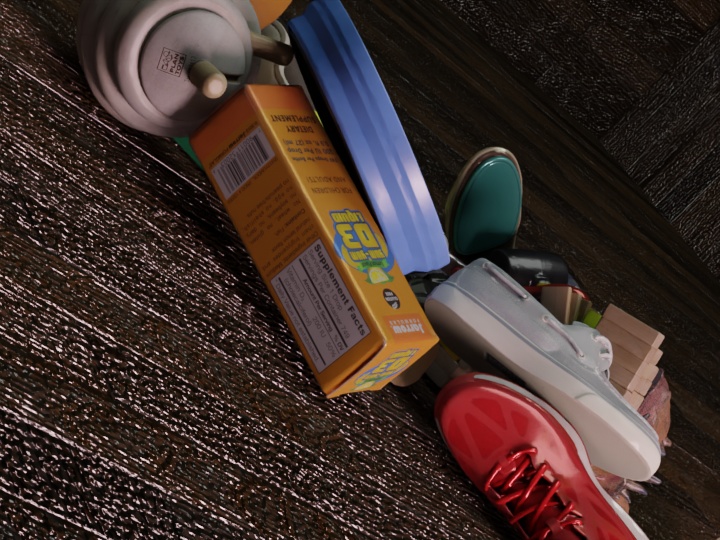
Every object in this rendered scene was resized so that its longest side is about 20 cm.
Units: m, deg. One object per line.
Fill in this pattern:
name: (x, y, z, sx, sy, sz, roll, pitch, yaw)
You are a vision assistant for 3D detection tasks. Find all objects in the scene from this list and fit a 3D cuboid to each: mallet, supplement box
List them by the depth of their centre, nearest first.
supplement box: (-0.030, -0.021, 1.296, 0.066, 0.069, 0.201, -5, 63, -54)
mallet: (0.159, 0.035, 1.549, 0.065, 0.041, 0.200, 9, 20, -25)

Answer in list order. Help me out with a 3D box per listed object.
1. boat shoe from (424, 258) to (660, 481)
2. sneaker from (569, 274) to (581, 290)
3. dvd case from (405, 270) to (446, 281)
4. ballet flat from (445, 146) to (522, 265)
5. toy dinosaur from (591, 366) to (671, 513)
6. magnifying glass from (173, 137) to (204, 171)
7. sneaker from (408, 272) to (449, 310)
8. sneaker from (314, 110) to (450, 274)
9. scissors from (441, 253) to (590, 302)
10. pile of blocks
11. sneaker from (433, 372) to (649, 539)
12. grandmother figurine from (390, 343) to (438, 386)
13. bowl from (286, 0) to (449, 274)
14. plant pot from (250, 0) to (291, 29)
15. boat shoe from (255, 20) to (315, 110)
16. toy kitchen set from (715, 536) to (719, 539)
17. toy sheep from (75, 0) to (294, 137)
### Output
boat shoe: (0.138, 0.062, 1.404, 0.200, 0.071, 0.070, 39, -25, 17)
sneaker: (0.173, 0.050, 1.842, 0.146, 0.077, 0.203, 27, 21, -50)
dvd case: (0.034, -0.030, 1.785, 0.148, 0.016, 0.200, 30, 19, -51)
ballet flat: (0.093, -0.025, 1.654, 0.070, 0.069, 0.201, -120, -156, -51)
toy dinosaur: (0.193, 0.120, 1.499, 0.085, 0.201, 0.136, 22, -33, 11)
magnifying glass: (-0.106, -0.082, 1.467, 0.079, 0.022, 0.200, 29, 21, -54)
sneaker: (0.115, 0.064, 1.624, 0.199, 0.080, 0.076, 19, 25, -18)
sneaker: (-0.003, -0.069, 1.591, 0.200, 0.076, 0.076, 37, -18, -28)
scissors: (0.080, 0.013, 1.509, 0.199, 0.073, 0.014, 23, 36, 2)
pile of blocks: (0.133, 0.058, 1.487, 0.199, 0.083, 0.062, 3, -14, 28)
sneaker: (0.125, 0.154, 1.325, 0.200, 0.078, 0.116, 43, 10, -4)
grandmother figurine: (0.000, 0.000, 1.480, 0.200, 0.060, 0.122, -119, -172, -61)
bowl: (0.003, -0.089, 1.372, 0.201, 0.039, 0.202, 156, -90, -88)
plant pot: (-0.144, -0.288, 1.678, 0.184, 0.199, 0.200, 56, 3, -36)
boat shoe: (-0.068, -0.144, 1.693, 0.060, 0.072, 0.200, 45, 14, -31)
toy kitchen set: (0.374, 0.273, 1.604, 0.181, 0.199, 0.164, 50, -29, 23)
toy sheep: (-0.125, -0.152, 1.374, 0.138, 0.138, 0.200, 38, -3, -29)
